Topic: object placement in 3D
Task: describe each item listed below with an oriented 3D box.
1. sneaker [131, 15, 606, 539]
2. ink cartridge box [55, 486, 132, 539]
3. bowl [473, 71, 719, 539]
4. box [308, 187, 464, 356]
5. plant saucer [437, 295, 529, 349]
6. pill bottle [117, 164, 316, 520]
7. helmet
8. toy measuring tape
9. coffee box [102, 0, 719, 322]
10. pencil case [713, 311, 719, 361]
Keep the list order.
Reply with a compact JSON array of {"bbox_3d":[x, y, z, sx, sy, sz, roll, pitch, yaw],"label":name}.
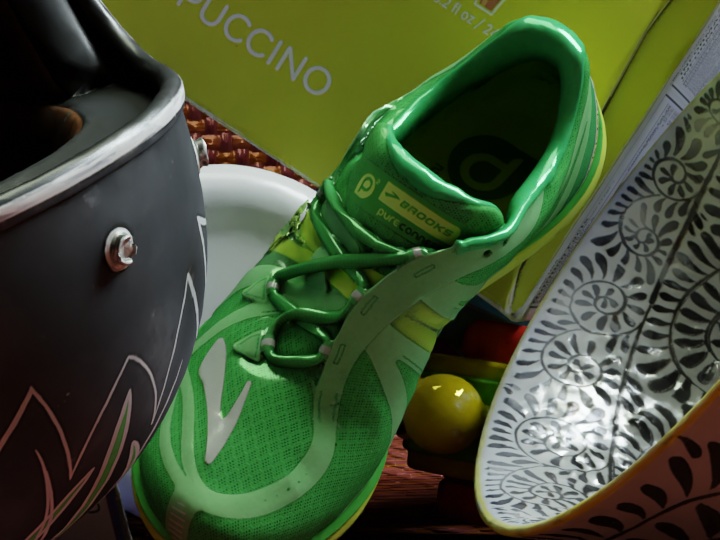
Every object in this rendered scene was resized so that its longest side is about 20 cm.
[{"bbox_3d":[0.000,0.000,0.850,0.074,0.200,0.084,31,-24,15],"label":"sneaker"},{"bbox_3d":[-0.173,-0.004,0.891,0.200,0.197,0.043,-1,29,16],"label":"ink cartridge box"},{"bbox_3d":[0.130,0.017,0.847,0.094,0.201,0.201,36,-9,-12],"label":"bowl"},{"bbox_3d":[0.063,0.028,1.146,0.137,0.039,0.200,48,23,23],"label":"box"},{"bbox_3d":[0.074,0.032,1.048,0.200,0.019,0.070,26,6,-36],"label":"plant saucer"},{"bbox_3d":[-0.057,0.029,0.998,0.116,0.116,0.200,-1,-3,-9],"label":"pill bottle"},{"bbox_3d":[-0.136,-0.006,0.743,0.200,0.191,0.200,-39,-6,-5],"label":"helmet"},{"bbox_3d":[0.071,0.056,0.994,0.073,0.074,0.200,-1,-9,37],"label":"toy measuring tape"},{"bbox_3d":[0.034,-0.118,1.018,0.200,0.200,0.198,34,5,7],"label":"coffee box"},{"bbox_3d":[0.190,0.035,0.932,0.200,0.078,0.087,7,-5,31],"label":"pencil case"}]
